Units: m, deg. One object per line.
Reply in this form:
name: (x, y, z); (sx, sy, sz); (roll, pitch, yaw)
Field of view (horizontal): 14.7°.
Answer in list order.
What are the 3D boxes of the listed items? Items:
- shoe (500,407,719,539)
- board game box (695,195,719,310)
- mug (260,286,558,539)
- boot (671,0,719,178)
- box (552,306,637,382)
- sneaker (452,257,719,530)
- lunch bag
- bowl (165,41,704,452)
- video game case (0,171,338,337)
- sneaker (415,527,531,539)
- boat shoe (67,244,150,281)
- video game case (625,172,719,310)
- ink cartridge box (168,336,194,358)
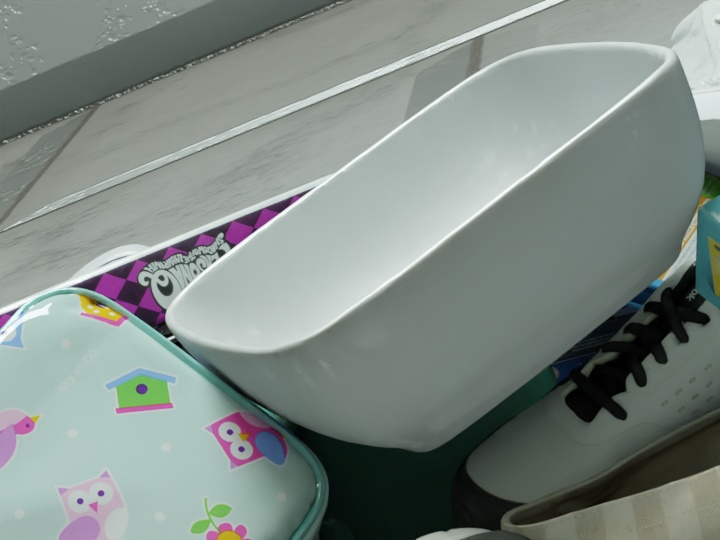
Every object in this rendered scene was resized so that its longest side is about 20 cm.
shoe: (0.142, 0.075, 1.025); (0.199, 0.054, 0.070); (-26, 12, -11)
board game box: (0.247, -0.010, 1.023); (0.199, 0.047, 0.151); (-28, 49, -21)
mug: (0.009, 0.061, 1.199); (0.151, 0.115, 0.185); (-23, 11, 2)
boot: (0.176, -0.091, 1.315); (0.200, 0.073, 0.096); (164, 126, -75)
box: (0.154, 0.004, 1.358); (0.136, 0.040, 0.200); (-16, 14, 29)
sneaker: (0.117, 0.039, 1.092); (0.199, 0.080, 0.074); (-30, 42, -18)
lunch bag: (-0.113, 0.119, 1.033); (0.200, 0.160, 0.077); (-50, -11, -28)
bowl: (0.036, -0.004, 1.072); (0.200, 0.075, 0.200); (-38, 15, -12)
video game case: (-0.105, 0.018, 1.228); (0.199, 0.036, 0.181); (-23, -1, -29)
sneaker: (0.018, 0.154, 0.918); (0.080, 0.074, 0.200); (4, 31, 35)
boat shoe: (-0.161, 0.075, 1.435); (0.200, 0.072, 0.066); (-48, 10, 3)
video game case: (0.140, -0.014, 1.242); (0.199, 0.018, 0.143); (18, 26, 14)
ink cartridge box: (-0.136, 0.074, 1.335); (0.199, 0.044, 0.094); (-22, 5, -17)
